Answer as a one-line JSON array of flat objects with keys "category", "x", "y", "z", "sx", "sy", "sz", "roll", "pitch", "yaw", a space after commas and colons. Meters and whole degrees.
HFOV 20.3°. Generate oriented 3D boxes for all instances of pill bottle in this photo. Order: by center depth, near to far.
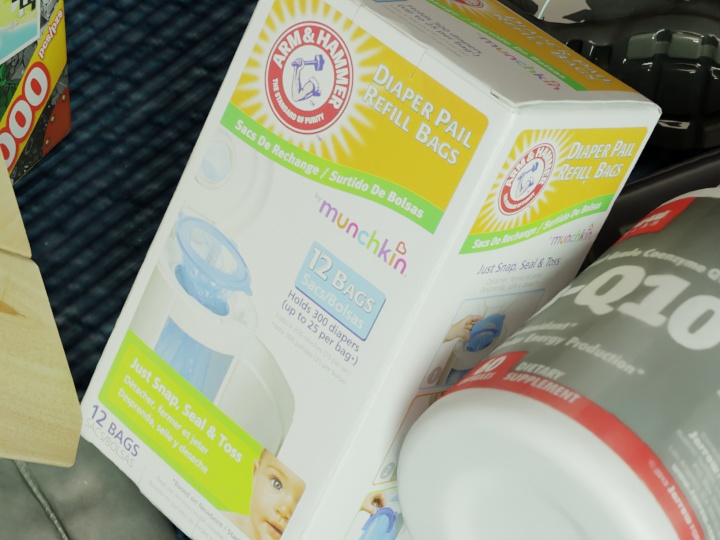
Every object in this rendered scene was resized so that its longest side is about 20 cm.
[{"category": "pill bottle", "x": 0.115, "y": 0.042, "z": 0.698, "sx": 0.114, "sy": 0.114, "sz": 0.200, "roll": 39, "pitch": 51, "yaw": 16}]

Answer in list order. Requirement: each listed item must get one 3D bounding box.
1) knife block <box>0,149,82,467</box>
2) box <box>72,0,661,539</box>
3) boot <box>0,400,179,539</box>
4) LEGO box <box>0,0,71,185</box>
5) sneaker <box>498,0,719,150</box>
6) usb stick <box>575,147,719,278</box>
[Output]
[{"category": "knife block", "x": -0.175, "y": 0.027, "z": 0.631, "sx": 0.064, "sy": 0.201, "sz": 0.176, "roll": 7, "pitch": 38, "yaw": 25}, {"category": "box", "x": 0.000, "y": 0.000, "z": 0.713, "sx": 0.112, "sy": 0.200, "sz": 0.101, "roll": 38, "pitch": 24, "yaw": 27}, {"category": "boot", "x": -0.057, "y": 0.135, "z": 0.739, "sx": 0.181, "sy": 0.073, "sz": 0.200, "roll": -24, "pitch": 61, "yaw": -13}, {"category": "LEGO box", "x": -0.195, "y": -0.072, "z": 0.745, "sx": 0.077, "sy": 0.149, "sz": 0.200, "roll": 18, "pitch": 42, "yaw": 18}, {"category": "sneaker", "x": 0.080, "y": -0.101, "z": 0.866, "sx": 0.199, "sy": 0.076, "sz": 0.079, "roll": 13, "pitch": 37, "yaw": 9}, {"category": "usb stick", "x": 0.128, "y": -0.014, "z": 0.801, "sx": 0.200, "sy": 0.033, "sz": 0.056, "roll": -20, "pitch": 94, "yaw": -31}]
